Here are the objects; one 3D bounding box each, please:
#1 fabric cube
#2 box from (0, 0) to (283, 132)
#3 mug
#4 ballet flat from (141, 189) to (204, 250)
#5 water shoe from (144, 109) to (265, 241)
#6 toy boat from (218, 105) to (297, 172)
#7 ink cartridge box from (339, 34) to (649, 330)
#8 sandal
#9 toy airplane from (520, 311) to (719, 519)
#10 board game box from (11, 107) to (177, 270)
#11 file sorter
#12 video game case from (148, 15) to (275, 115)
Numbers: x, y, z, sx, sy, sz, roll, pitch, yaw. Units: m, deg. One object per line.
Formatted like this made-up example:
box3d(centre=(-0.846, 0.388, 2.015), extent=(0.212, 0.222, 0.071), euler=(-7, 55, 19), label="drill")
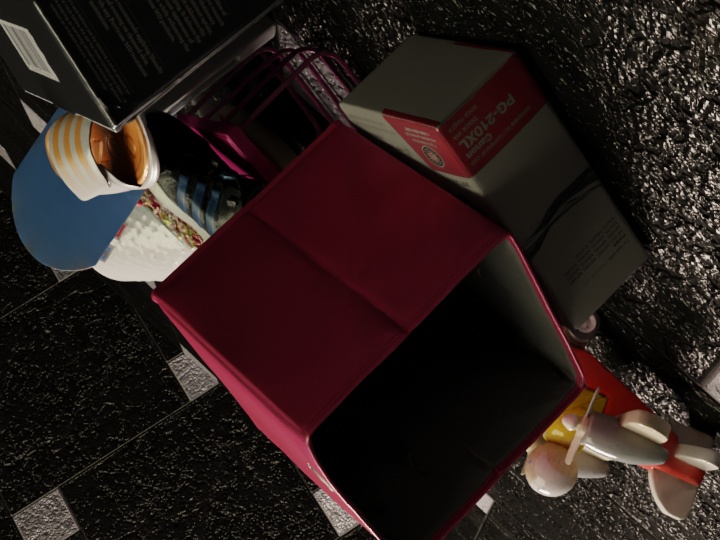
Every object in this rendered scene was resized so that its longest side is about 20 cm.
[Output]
box3d(centre=(0.008, 0.052, 1.089), extent=(0.199, 0.200, 0.196), euler=(37, 166, 41), label="fabric cube")
box3d(centre=(-0.187, -0.230, 1.188), extent=(0.200, 0.196, 0.124), euler=(25, 149, 54), label="box")
box3d(centre=(-0.182, -0.089, 1.507), extent=(0.175, 0.147, 0.201), euler=(-1, 97, 38), label="mug")
box3d(centre=(-0.174, -0.082, 1.384), extent=(0.200, 0.076, 0.064), euler=(35, 136, 30), label="ballet flat")
box3d(centre=(-0.108, -0.063, 1.237), extent=(0.200, 0.071, 0.079), euler=(51, 134, -2), label="water shoe")
box3d(centre=(-0.133, -0.076, 1.640), extent=(0.130, 0.131, 0.200), euler=(39, 165, 25), label="toy boat")
box3d(centre=(0.097, -0.065, 1.092), extent=(0.200, 0.084, 0.145), euler=(52, 166, -28), label="ink cartridge box")
box3d(centre=(-0.230, -0.093, 1.240), extent=(0.206, 0.059, 0.079), euler=(-5, 106, 57), label="sandal")
box3d(centre=(0.202, 0.144, 1.275), extent=(0.199, 0.141, 0.200), euler=(30, 160, 45), label="toy airplane")
box3d(centre=(-0.234, -0.092, 1.369), extent=(0.158, 0.200, 0.039), euler=(39, -173, 37), label="board game box")
box3d(centre=(-0.069, -0.119, 1.336), extent=(0.139, 0.125, 0.200), euler=(50, 167, -24), label="file sorter")
box3d(centre=(-0.207, -0.222, 1.323), extent=(0.200, 0.182, 0.023), euler=(41, 155, 16), label="video game case")
